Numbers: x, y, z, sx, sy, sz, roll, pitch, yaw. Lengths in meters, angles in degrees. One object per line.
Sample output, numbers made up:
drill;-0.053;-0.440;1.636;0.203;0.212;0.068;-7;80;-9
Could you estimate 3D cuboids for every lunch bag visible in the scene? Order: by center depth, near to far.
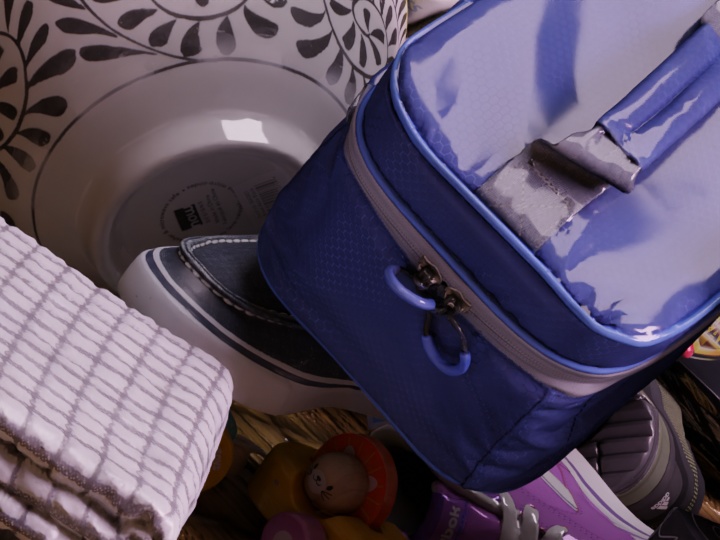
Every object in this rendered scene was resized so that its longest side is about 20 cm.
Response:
lunch bag;0.070;-0.031;0.989;0.136;0.132;0.200;46;49;6

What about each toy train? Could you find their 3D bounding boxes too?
toy train;-0.035;0.074;1.039;0.200;0.056;0.150;39;15;7

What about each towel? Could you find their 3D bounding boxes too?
towel;-0.142;0.032;0.889;0.200;0.086;0.166;33;14;-6

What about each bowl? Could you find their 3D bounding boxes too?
bowl;-0.066;-0.047;1.098;0.200;0.201;0.094;23;34;-39

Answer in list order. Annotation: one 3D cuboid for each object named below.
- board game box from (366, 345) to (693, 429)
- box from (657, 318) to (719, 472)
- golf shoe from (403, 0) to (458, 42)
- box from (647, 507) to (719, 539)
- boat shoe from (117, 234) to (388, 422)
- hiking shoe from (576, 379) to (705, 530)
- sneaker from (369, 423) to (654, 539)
board game box;0.080;0.037;1.249;0.158;0.199;0.039;-8;87;-70
box;0.156;0.034;1.455;0.159;0.046;0.200;45;-4;30
golf shoe;0.005;-0.112;1.187;0.079;0.199;0.097;61;5;-3
box;0.152;0.179;0.996;0.200;0.132;0.115;22;24;-43
boat shoe;0.000;0.000;1.059;0.071;0.091;0.200;50;20;30
hiking shoe;0.097;0.058;1.371;0.101;0.076;0.200;45;10;-39
sneaker;0.075;0.122;1.126;0.200;0.073;0.114;35;15;38
